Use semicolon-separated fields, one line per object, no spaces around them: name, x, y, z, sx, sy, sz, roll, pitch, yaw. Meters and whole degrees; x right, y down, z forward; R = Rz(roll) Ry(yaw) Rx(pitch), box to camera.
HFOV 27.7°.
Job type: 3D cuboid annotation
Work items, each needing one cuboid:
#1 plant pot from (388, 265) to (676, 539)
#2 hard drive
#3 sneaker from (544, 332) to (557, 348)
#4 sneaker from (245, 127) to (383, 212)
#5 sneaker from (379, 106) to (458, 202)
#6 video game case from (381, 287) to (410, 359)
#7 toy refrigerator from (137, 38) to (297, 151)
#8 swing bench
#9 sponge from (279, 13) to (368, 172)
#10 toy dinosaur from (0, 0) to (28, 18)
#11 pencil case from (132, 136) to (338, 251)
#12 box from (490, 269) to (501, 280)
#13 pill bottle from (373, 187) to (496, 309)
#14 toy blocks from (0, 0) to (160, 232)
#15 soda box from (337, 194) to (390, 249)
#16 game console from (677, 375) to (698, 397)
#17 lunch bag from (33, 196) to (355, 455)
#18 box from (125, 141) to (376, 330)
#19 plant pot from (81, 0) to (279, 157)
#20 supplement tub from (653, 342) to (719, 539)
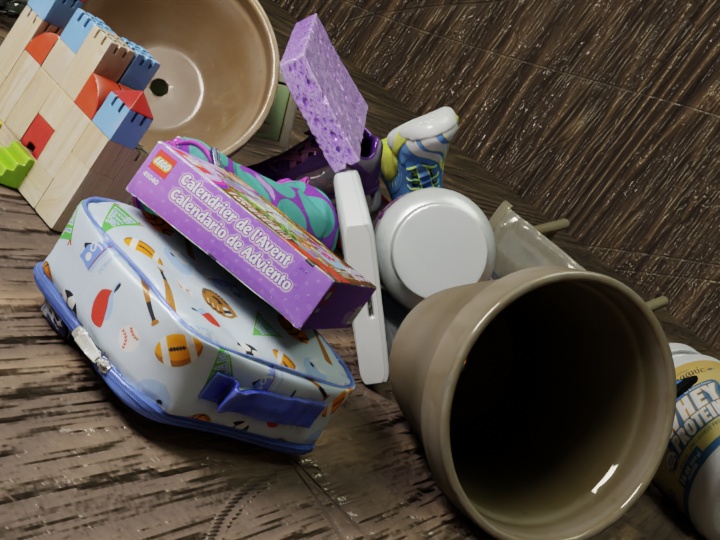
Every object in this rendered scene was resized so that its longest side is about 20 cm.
plant pot;0.108;0.085;1.099;0.199;0.202;0.173;30;-3;-28
hard drive;0.000;0.000;1.249;0.026;0.134;0.200;-7;16;-2
sneaker;0.143;0.054;1.234;0.198;0.078;0.113;17;-42;26
sneaker;-0.051;-0.105;1.470;0.199;0.089;0.080;-10;41;-42
sneaker;0.070;-0.104;1.527;0.106;0.075;0.200;67;-12;-1
video game case;0.094;0.097;1.370;0.199;0.022;0.183;33;12;-16
toy refrigerator;-0.160;-0.179;1.412;0.197;0.077;0.070;13;16;-11
swing bench;0.263;0.026;1.914;0.199;0.130;0.199;43;18;28
sponge;-0.033;-0.173;1.390;0.112;0.030;0.200;61;12;-17
toy dinosaur;-0.359;-0.287;1.440;0.134;0.103;0.201;7;36;-18
pencil case;-0.099;-0.051;1.216;0.199;0.084;0.094;19;59;-60
box;0.151;0.038;1.612;0.158;0.048;0.200;46;2;40
pill bottle;0.065;-0.019;1.327;0.112;0.113;0.200;35;0;-3
toy blocks;-0.205;-0.121;1.050;0.200;0.137;0.100;44;14;34
soda box;0.003;-0.052;1.591;0.070;0.064;0.200;26;16;-43
game console;0.205;0.095;1.364;0.175;0.117;0.200;40;11;14
lunch bag;-0.099;0.040;0.885;0.160;0.076;0.199;47;14;33
box;-0.064;-0.018;0.949;0.136;0.039;0.200;38;3;7
plant pot;-0.177;-0.177;1.315;0.200;0.202;0.093;35;-18;-4
supplement tub;0.367;0.180;1.543;0.144;0.145;0.200;28;13;-33
